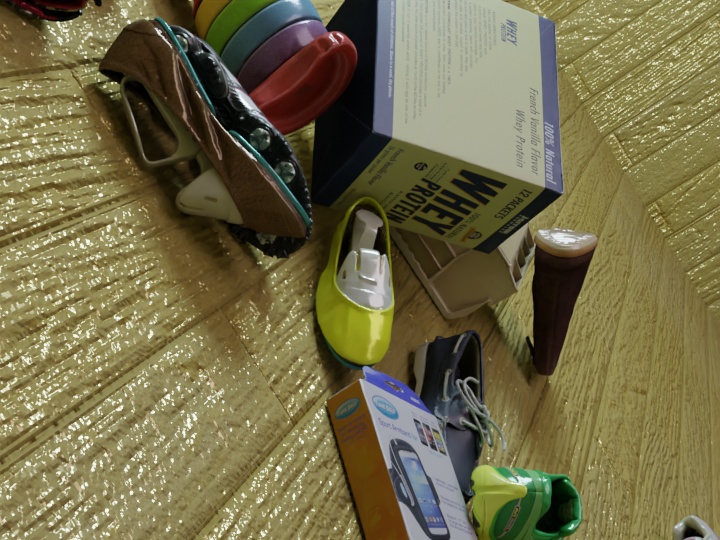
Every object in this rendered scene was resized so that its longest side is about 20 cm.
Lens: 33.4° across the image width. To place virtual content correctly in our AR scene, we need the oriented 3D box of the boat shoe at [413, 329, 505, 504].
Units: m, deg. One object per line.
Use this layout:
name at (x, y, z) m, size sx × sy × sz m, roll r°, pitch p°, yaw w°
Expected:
boat shoe at (0.087, 0.127, 1.058) m, size 0.075 × 0.061 × 0.201 m, roll 54°, pitch 21°, yaw -25°

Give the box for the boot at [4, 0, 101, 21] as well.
boot at (-0.208, -0.241, 0.886) m, size 0.202 × 0.073 × 0.156 m, roll 23°, pitch 43°, yaw -51°

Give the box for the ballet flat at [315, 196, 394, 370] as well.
ballet flat at (0.000, 0.000, 1.019) m, size 0.066 × 0.068 × 0.201 m, roll 16°, pitch 30°, yaw -9°

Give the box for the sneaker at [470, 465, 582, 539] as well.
sneaker at (0.149, 0.214, 1.011) m, size 0.200 × 0.082 × 0.075 m, roll 48°, pitch 41°, yaw -62°

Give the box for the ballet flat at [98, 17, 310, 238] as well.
ballet flat at (-0.121, -0.089, 0.874) m, size 0.201 × 0.072 × 0.068 m, roll 54°, pitch -16°, yaw -3°

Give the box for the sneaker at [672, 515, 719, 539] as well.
sneaker at (0.420, 0.377, 1.468) m, size 0.089 × 0.081 × 0.201 m, roll 50°, pitch 14°, yaw -17°

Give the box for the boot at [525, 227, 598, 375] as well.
boot at (0.228, 0.038, 1.376) m, size 0.200 × 0.071 × 0.170 m, roll -23°, pitch 118°, yaw -81°

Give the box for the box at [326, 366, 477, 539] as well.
box at (0.038, 0.172, 0.919) m, size 0.119 × 0.041 × 0.202 m, roll 33°, pitch 30°, yaw -50°

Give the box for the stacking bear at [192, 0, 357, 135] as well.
stacking bear at (-0.102, -0.229, 1.067) m, size 0.201 × 0.121 × 0.114 m, roll 54°, pitch 7°, yaw 13°

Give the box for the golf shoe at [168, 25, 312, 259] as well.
golf shoe at (-0.096, -0.106, 0.951) m, size 0.202 × 0.077 × 0.088 m, roll 58°, pitch 13°, yaw -4°

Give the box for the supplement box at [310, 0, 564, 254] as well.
supplement box at (0.072, -0.152, 1.137) m, size 0.197 × 0.134 × 0.203 m, roll 15°, pitch 60°, yaw -23°

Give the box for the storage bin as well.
storage bin at (0.102, -0.068, 1.328) m, size 0.200 × 0.093 × 0.200 m, roll 57°, pitch 20°, yaw -5°
